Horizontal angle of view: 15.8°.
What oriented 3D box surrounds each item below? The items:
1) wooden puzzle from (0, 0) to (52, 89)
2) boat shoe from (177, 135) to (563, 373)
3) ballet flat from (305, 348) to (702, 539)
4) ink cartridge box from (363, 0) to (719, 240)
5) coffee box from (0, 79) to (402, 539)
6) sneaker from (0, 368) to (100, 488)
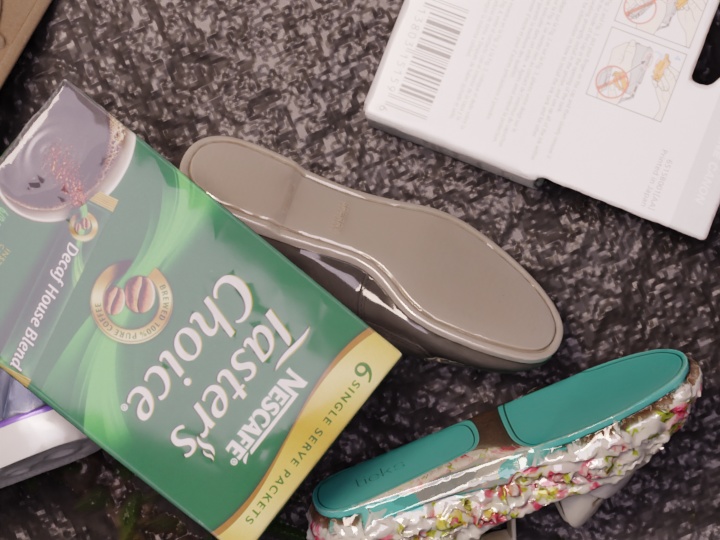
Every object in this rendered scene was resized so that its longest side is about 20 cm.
[{"bbox_3d":[-0.244,-0.130,1.191,0.185,0.046,0.201,44,57,-27],"label":"wooden puzzle"},{"bbox_3d":[0.000,0.000,1.227,0.199,0.057,0.067,26,52,3],"label":"boat shoe"},{"bbox_3d":[0.071,0.097,1.209,0.199,0.076,0.064,-21,115,7],"label":"ballet flat"},{"bbox_3d":[0.116,-0.134,1.228,0.173,0.044,0.201,21,87,5],"label":"ink cartridge box"},{"bbox_3d":[-0.093,0.021,1.167,0.200,0.044,0.123,41,85,-5],"label":"coffee box"},{"bbox_3d":[-0.222,0.039,1.227,0.199,0.081,0.147,-18,78,5],"label":"sneaker"}]
